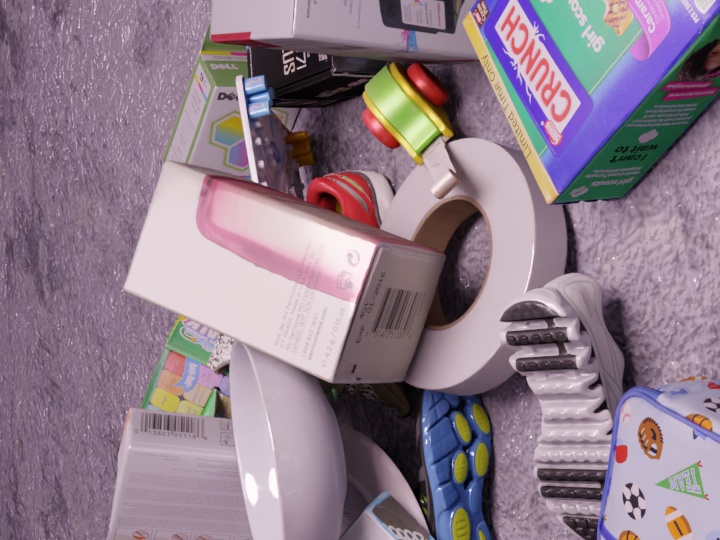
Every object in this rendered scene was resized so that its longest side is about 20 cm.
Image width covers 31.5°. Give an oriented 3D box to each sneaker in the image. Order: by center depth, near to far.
[{"bbox_3d":[0.159,0.097,0.891,0.075,0.081,0.201,0,113,38],"label":"sneaker"},{"bbox_3d":[0.064,0.182,1.051,0.083,0.071,0.201,0,95,53],"label":"sneaker"},{"bbox_3d":[0.000,0.000,1.130,0.077,0.085,0.201,-56,46,46],"label":"sneaker"},{"bbox_3d":[-0.050,0.097,1.146,0.089,0.199,0.077,-63,-9,-10],"label":"sneaker"}]

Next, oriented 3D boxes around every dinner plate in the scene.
[{"bbox_3d":[-0.003,0.233,1.092,0.200,0.024,0.201,22,118,50],"label":"dinner plate"}]

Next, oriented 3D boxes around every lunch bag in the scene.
[{"bbox_3d":[0.230,0.166,0.772,0.200,0.075,0.161,36,125,54],"label":"lunch bag"}]

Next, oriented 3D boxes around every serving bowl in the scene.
[{"bbox_3d":[-0.053,0.149,1.009,0.200,0.065,0.201,173,90,-76],"label":"serving bowl"}]

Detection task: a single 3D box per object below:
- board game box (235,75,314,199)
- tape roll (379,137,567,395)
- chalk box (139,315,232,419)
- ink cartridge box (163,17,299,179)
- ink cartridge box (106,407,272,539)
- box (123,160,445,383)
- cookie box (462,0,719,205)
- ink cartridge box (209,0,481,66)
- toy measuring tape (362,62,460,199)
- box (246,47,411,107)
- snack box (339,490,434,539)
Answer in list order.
[{"bbox_3d":[-0.062,-0.058,1.172,0.200,0.026,0.201,44,-145,-76],"label":"board game box"},{"bbox_3d":[0.079,-0.002,0.999,0.202,0.037,0.204,-23,61,50],"label":"tape roll"},{"bbox_3d":[-0.133,0.096,1.236,0.125,0.123,0.200,-61,6,41],"label":"chalk box"},{"bbox_3d":[-0.123,-0.167,1.304,0.059,0.103,0.200,61,140,36],"label":"ink cartridge box"},{"bbox_3d":[-0.147,0.208,1.177,0.200,0.161,0.050,113,160,-47],"label":"ink cartridge box"},{"bbox_3d":[-0.057,0.001,0.979,0.199,0.128,0.109,22,96,26],"label":"box"},{"bbox_3d":[0.168,-0.169,0.843,0.200,0.075,0.172,-55,48,47],"label":"cookie box"},{"bbox_3d":[0.003,-0.211,0.998,0.146,0.199,0.083,13,101,58],"label":"ink cartridge box"},{"bbox_3d":[0.038,-0.119,1.012,0.200,0.073,0.074,-97,18,-64],"label":"toy measuring tape"},{"bbox_3d":[-0.035,-0.260,1.167,0.164,0.086,0.201,-5,88,59],"label":"box"},{"bbox_3d":[0.053,0.284,1.008,0.200,0.037,0.116,45,124,10],"label":"snack box"}]
